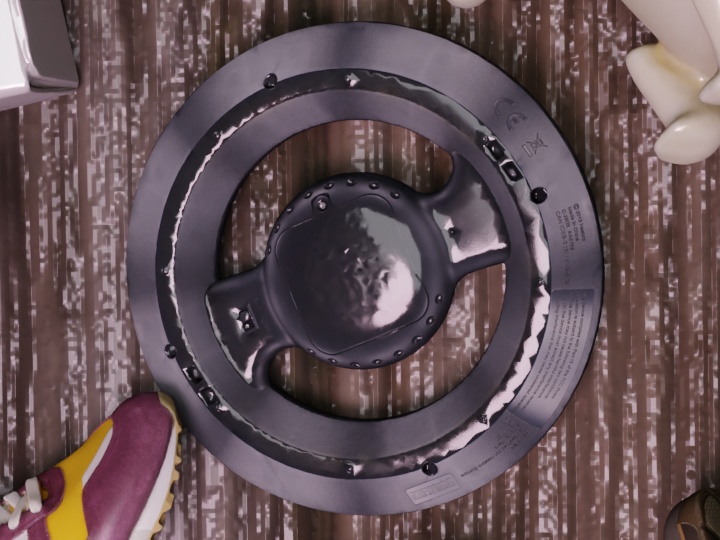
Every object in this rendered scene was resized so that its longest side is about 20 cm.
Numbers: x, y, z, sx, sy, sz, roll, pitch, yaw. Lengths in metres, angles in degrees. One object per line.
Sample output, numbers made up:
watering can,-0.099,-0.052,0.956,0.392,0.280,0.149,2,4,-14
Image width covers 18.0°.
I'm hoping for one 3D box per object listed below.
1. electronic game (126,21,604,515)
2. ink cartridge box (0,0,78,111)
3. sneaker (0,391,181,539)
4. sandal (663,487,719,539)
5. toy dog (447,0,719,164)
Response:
electronic game,0.000,0.000,0.921,0.199,0.042,0.201,2,96,14
ink cartridge box,-0.229,-0.121,0.928,0.199,0.084,0.146,-12,91,8
sneaker,-0.151,0.123,0.919,0.090,0.075,0.201,33,92,-12
sandal,0.144,0.188,0.891,0.054,0.082,0.201,-16,91,24
toy dog,0.158,-0.125,0.865,0.200,0.140,0.194,35,59,7
